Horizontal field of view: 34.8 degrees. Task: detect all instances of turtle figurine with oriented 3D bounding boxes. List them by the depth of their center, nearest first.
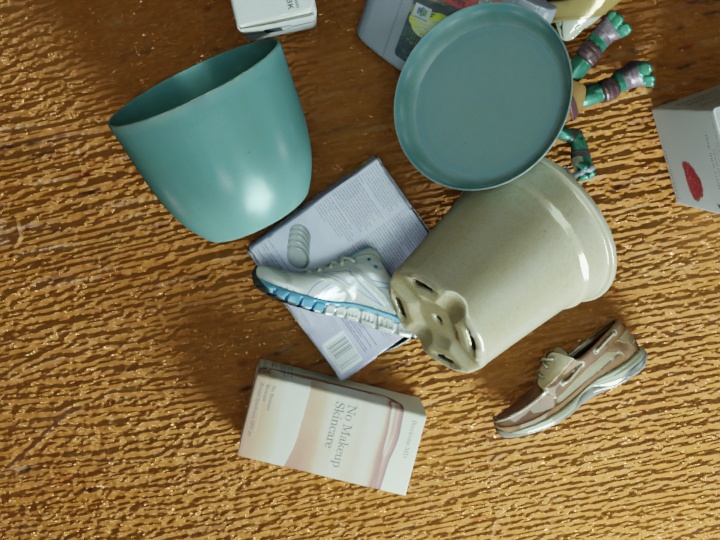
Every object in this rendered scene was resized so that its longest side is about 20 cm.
[{"bbox_3d":[0.228,-0.187,1.274,0.200,0.101,0.150,-42,131,-10],"label":"turtle figurine"}]

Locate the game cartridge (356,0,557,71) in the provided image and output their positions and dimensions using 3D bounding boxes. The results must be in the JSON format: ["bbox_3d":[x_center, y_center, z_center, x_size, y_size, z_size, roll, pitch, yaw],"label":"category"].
[{"bbox_3d":[0.099,-0.265,1.253,0.199,0.041,0.134,26,124,9],"label":"game cartridge"}]

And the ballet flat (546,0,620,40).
[{"bbox_3d":[0.205,-0.278,1.269,0.198,0.069,0.064,-6,108,20],"label":"ballet flat"}]

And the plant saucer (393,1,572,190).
[{"bbox_3d":[0.129,-0.178,1.195,0.199,0.027,0.202,-6,77,28],"label":"plant saucer"}]

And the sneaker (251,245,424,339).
[{"bbox_3d":[-0.020,0.011,1.264,0.198,0.075,0.087,14,91,-14],"label":"sneaker"}]

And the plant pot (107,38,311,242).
[{"bbox_3d":[-0.143,-0.129,1.225,0.199,0.201,0.162,-25,111,1],"label":"plant pot"}]

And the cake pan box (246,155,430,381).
[{"bbox_3d":[0.000,0.000,1.317,0.184,0.052,0.201,-36,98,5],"label":"cake pan box"}]

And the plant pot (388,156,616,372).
[{"bbox_3d":[0.136,0.002,1.218,0.183,0.200,0.201,-40,99,-25],"label":"plant pot"}]

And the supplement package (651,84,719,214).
[{"bbox_3d":[0.413,-0.137,1.242,0.119,0.200,0.122,-19,99,-1],"label":"supplement package"}]

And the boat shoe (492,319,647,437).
[{"bbox_3d":[0.235,0.124,1.340,0.199,0.076,0.072,-30,95,-8],"label":"boat shoe"}]

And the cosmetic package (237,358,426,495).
[{"bbox_3d":[-0.034,0.179,1.322,0.198,0.087,0.104,13,96,-5],"label":"cosmetic package"}]

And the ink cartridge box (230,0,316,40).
[{"bbox_3d":[-0.098,-0.321,1.189,0.083,0.200,0.146,-13,98,-1],"label":"ink cartridge box"}]
